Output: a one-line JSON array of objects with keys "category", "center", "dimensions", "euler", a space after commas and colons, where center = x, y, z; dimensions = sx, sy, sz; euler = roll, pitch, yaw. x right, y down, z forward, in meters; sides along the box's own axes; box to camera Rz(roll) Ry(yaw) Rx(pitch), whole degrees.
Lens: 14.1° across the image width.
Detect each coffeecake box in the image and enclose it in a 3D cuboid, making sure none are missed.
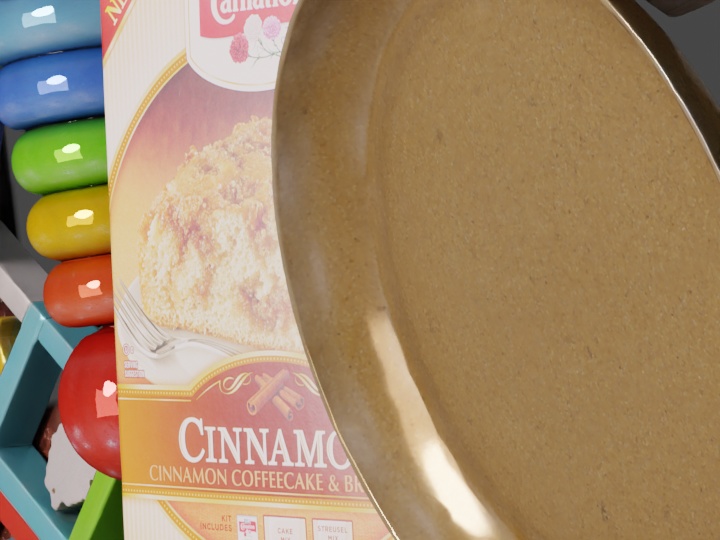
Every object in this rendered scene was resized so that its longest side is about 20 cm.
[{"category": "coffeecake box", "center": [0.000, 0.000, 0.857], "dimensions": [0.153, 0.073, 0.202], "euler": [-2, 91, 47]}]

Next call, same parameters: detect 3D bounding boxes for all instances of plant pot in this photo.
[{"category": "plant pot", "center": [0.044, 0.007, 0.709], "dimensions": [0.200, 0.027, 0.201], "euler": [34, 133, 46]}]

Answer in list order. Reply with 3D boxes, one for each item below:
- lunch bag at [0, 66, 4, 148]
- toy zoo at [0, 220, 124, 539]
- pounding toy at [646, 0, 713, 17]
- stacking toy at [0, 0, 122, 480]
[{"category": "lunch bag", "center": [-0.198, -0.086, 1.042], "dimensions": [0.200, 0.082, 0.162], "euler": [32, 116, 49]}, {"category": "toy zoo", "center": [-0.127, 0.068, 1.032], "dimensions": [0.200, 0.020, 0.132], "euler": [45, 123, 35]}, {"category": "pounding toy", "center": [0.093, -0.170, 0.701], "dimensions": [0.199, 0.142, 0.185], "euler": [-23, 60, 31]}, {"category": "stacking toy", "center": [-0.082, -0.032, 0.934], "dimensions": [0.085, 0.085, 0.202], "euler": [-7, 89, 46]}]
